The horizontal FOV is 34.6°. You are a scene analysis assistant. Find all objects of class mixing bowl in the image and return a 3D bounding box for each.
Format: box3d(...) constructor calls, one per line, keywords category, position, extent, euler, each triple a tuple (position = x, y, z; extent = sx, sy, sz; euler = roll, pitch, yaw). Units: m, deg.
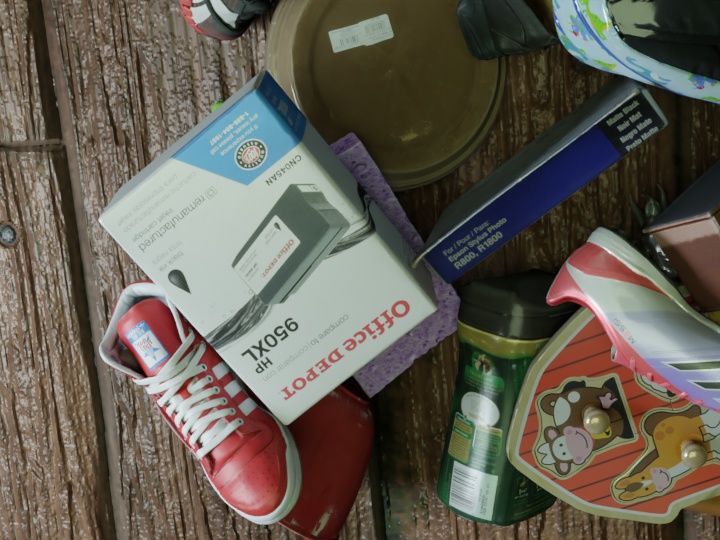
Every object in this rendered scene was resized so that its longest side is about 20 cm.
box3d(category="mixing bowl", position=(-0.061, 0.121, 0.963), extent=(0.200, 0.200, 0.108), euler=(41, 92, 0))

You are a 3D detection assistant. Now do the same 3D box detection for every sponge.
box3d(category="sponge", position=(0.000, 0.000, 0.922), extent=(0.111, 0.030, 0.200), euler=(-36, 121, -2))

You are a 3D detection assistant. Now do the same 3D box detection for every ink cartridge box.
box3d(category="ink cartridge box", position=(-0.060, -0.015, 0.819), extent=(0.144, 0.084, 0.200), euler=(-38, 105, 10))
box3d(category="ink cartridge box", position=(0.135, -0.068, 0.863), extent=(0.199, 0.200, 0.041), euler=(-37, 94, 18))

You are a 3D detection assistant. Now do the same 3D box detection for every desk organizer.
box3d(category="desk organizer", position=(0.307, -0.060, 0.841), extent=(0.200, 0.072, 0.077), euler=(-39, 99, -24))

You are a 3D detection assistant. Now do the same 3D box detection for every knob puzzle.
box3d(category="knob puzzle", position=(0.208, 0.114, 0.884), extent=(0.218, 0.030, 0.221), euler=(0, 109, 0))

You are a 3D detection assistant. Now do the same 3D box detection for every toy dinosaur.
box3d(category="toy dinosaur", position=(0.230, 0.043, 0.933), extent=(0.077, 0.102, 0.201), euler=(15, 115, -5))

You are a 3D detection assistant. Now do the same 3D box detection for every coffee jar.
box3d(category="coffee jar", position=(0.123, 0.100, 0.953), extent=(0.085, 0.104, 0.201), euler=(19, 109, 41))

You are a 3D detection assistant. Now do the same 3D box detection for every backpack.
box3d(category="backpack", position=(0.225, -0.184, 0.764), extent=(0.199, 0.154, 0.164), euler=(1, 101, -29))

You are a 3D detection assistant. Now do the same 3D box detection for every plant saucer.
box3d(category="plant saucer", position=(0.024, -0.162, 0.912), extent=(0.199, 0.029, 0.201), euler=(-1, 96, -12))

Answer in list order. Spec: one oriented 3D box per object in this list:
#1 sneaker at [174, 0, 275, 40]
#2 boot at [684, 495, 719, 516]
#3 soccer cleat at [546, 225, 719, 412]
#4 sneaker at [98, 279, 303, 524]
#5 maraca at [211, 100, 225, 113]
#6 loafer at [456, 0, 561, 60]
box3d(category="sneaker", position=(-0.091, -0.223, 0.881), extent=(0.098, 0.201, 0.071), euler=(31, 73, 6))
box3d(category="boot", position=(0.281, 0.182, 0.955), extent=(0.155, 0.077, 0.201), euler=(-18, 97, 13))
box3d(category="soccer cleat", position=(0.221, 0.058, 0.817), extent=(0.073, 0.068, 0.200), euler=(-45, 77, 0))
box3d(category="sneaker", position=(-0.117, 0.088, 0.822), extent=(0.071, 0.112, 0.200), euler=(-40, 51, 3))
box3d(category="maraca", position=(-0.079, -0.045, 0.952), extent=(0.136, 0.107, 0.201), euler=(-11, 114, -13))
box3d(category="loafer", position=(0.097, -0.233, 0.819), extent=(0.072, 0.200, 0.073), euler=(3, 61, 26))
